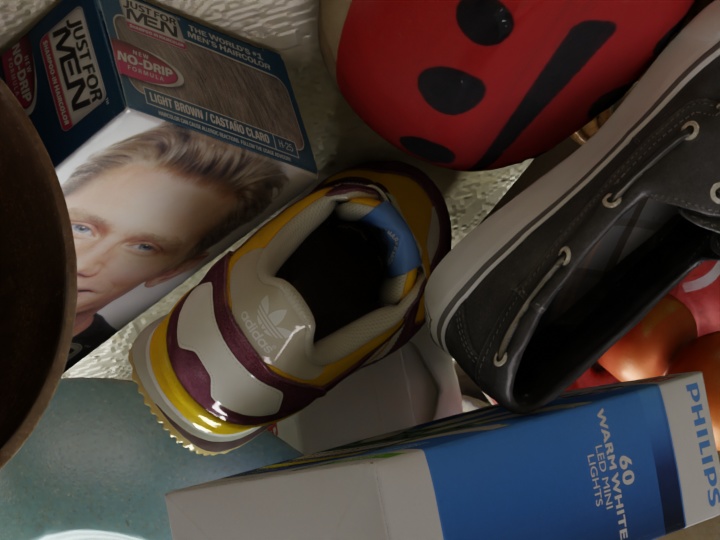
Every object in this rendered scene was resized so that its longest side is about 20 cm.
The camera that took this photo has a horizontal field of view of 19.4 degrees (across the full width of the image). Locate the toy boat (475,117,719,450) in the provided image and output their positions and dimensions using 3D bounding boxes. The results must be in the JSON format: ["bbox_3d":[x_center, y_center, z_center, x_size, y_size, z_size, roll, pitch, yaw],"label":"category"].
[{"bbox_3d":[0.128,0.032,0.917,0.131,0.131,0.200,-50,150,-6],"label":"toy boat"}]

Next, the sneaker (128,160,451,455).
[{"bbox_3d":[0.000,0.000,0.798,0.090,0.075,0.200,-35,-175,37],"label":"sneaker"}]

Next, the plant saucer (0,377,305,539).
[{"bbox_3d":[-0.085,0.128,0.852,0.200,0.039,0.201,11,134,12],"label":"plant saucer"}]

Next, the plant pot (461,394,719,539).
[{"bbox_3d":[0.147,0.137,1.102,0.183,0.201,0.201,-16,153,-25],"label":"plant pot"}]

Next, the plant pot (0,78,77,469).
[{"bbox_3d":[-0.223,0.021,0.706,0.186,0.188,0.200,5,158,-35],"label":"plant pot"}]

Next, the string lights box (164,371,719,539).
[{"bbox_3d":[0.037,0.086,0.774,0.103,0.059,0.200,-13,178,41],"label":"string lights box"}]

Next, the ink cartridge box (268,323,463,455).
[{"bbox_3d":[-0.040,0.098,0.947,0.083,0.147,0.200,11,140,-27],"label":"ink cartridge box"}]

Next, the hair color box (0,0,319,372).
[{"bbox_3d":[-0.123,-0.017,0.793,0.200,0.061,0.100,-37,147,29],"label":"hair color box"}]

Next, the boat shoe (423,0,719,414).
[{"bbox_3d":[0.111,-0.025,0.733,0.200,0.066,0.070,-38,140,6],"label":"boat shoe"}]

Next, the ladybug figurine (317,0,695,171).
[{"bbox_3d":[0.060,-0.098,0.740,0.135,0.072,0.200,-2,148,-27],"label":"ladybug figurine"}]

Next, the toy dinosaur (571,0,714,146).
[{"bbox_3d":[0.132,-0.049,0.806,0.060,0.106,0.201,-21,113,-25],"label":"toy dinosaur"}]
